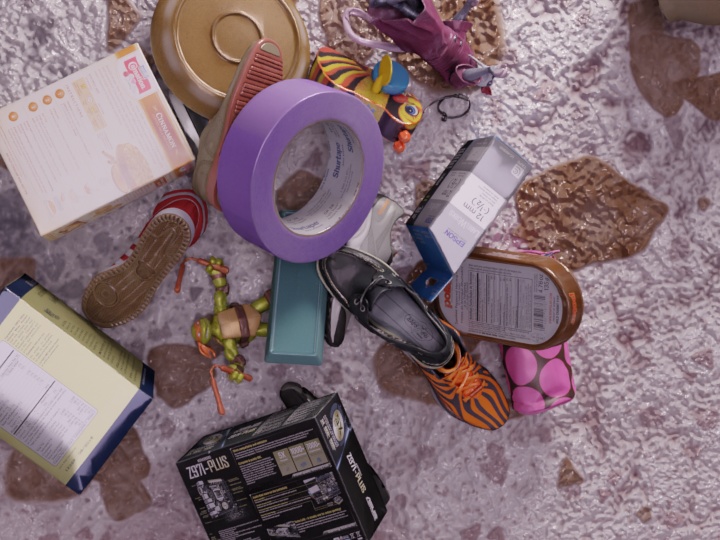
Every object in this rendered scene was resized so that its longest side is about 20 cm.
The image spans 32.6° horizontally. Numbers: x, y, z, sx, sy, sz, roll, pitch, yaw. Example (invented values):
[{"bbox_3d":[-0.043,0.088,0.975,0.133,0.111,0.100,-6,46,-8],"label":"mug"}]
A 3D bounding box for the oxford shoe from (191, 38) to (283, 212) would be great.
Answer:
[{"bbox_3d":[-0.148,-0.172,1.405,0.071,0.074,0.201,17,96,-48],"label":"oxford shoe"}]

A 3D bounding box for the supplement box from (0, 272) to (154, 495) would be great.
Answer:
[{"bbox_3d":[-0.354,0.122,1.404,0.199,0.200,0.135,39,87,-10],"label":"supplement box"}]

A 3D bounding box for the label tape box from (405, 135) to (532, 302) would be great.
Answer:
[{"bbox_3d":[0.110,-0.064,1.490,0.066,0.143,0.200,39,88,-10],"label":"label tape box"}]

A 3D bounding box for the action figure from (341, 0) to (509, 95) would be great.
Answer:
[{"bbox_3d":[0.093,-0.267,1.495,0.148,0.135,0.200,-31,128,27],"label":"action figure"}]

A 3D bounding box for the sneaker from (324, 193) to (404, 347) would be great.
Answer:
[{"bbox_3d":[0.000,0.000,1.516,0.079,0.074,0.202,17,91,-15],"label":"sneaker"}]

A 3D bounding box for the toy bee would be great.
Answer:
[{"bbox_3d":[0.033,-0.200,1.478,0.198,0.131,0.109,3,49,5],"label":"toy bee"}]

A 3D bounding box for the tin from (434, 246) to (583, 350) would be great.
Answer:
[{"bbox_3d":[0.175,0.033,1.493,0.042,0.199,0.113,-9,104,-50],"label":"tin"}]

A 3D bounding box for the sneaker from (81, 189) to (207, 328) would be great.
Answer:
[{"bbox_3d":[-0.254,-0.018,1.485,0.071,0.113,0.200,42,117,-11],"label":"sneaker"}]

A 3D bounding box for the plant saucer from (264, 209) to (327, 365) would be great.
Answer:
[{"bbox_3d":[-0.073,0.015,1.482,0.069,0.019,0.202,3,65,2],"label":"plant saucer"}]

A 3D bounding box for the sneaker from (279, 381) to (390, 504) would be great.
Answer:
[{"bbox_3d":[-0.046,0.229,1.523,0.079,0.075,0.201,-36,98,-2],"label":"sneaker"}]

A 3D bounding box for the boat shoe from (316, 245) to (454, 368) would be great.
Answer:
[{"bbox_3d":[0.029,0.039,1.439,0.074,0.066,0.199,-44,86,-4],"label":"boat shoe"}]

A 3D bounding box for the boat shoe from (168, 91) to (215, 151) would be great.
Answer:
[{"bbox_3d":[-0.160,-0.136,1.479,0.060,0.076,0.201,-27,98,0],"label":"boat shoe"}]

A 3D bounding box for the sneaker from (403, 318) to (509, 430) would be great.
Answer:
[{"bbox_3d":[0.116,0.130,1.521,0.200,0.112,0.078,44,87,-9],"label":"sneaker"}]

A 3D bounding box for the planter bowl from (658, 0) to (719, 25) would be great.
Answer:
[{"bbox_3d":[0.418,-0.385,1.506,0.134,0.200,0.202,-19,98,20],"label":"planter bowl"}]

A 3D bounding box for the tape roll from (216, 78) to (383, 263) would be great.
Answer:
[{"bbox_3d":[-0.066,-0.114,1.410,0.199,0.065,0.202,-21,123,-36],"label":"tape roll"}]

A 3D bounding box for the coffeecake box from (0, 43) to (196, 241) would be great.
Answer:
[{"bbox_3d":[-0.313,-0.149,1.447,0.199,0.073,0.154,-27,89,-6],"label":"coffeecake box"}]

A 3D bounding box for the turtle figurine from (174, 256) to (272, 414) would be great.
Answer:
[{"bbox_3d":[-0.137,0.072,1.497,0.160,0.064,0.202,-10,69,-15],"label":"turtle figurine"}]

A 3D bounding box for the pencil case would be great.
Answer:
[{"bbox_3d":[0.220,0.075,1.550,0.093,0.091,0.202,-12,98,-24],"label":"pencil case"}]

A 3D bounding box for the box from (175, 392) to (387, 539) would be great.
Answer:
[{"bbox_3d":[-0.094,0.259,1.472,0.199,0.086,0.165,-21,98,22],"label":"box"}]

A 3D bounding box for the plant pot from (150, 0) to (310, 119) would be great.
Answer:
[{"bbox_3d":[-0.149,-0.273,1.462,0.198,0.027,0.202,5,77,-21],"label":"plant pot"}]
